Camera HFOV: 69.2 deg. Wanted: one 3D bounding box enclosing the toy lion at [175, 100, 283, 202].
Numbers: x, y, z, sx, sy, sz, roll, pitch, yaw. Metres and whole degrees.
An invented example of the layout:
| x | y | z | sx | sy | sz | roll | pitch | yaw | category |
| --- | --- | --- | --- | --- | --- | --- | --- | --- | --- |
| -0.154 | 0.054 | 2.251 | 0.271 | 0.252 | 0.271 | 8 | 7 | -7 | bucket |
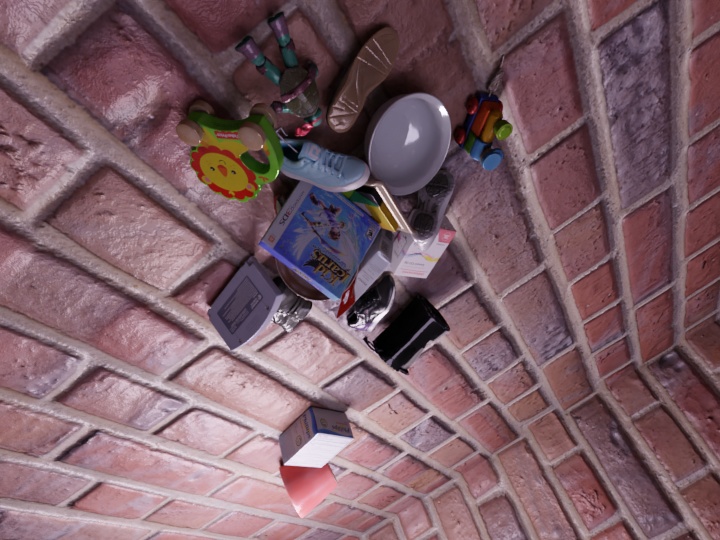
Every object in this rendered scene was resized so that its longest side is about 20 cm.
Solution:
| x | y | z | sx | sy | sz | roll | pitch | yaw | category |
| --- | --- | --- | --- | --- | --- | --- | --- | --- | --- |
| -0.223 | -0.199 | 0.929 | 0.193 | 0.070 | 0.194 | 8 | 144 | 19 | toy lion |

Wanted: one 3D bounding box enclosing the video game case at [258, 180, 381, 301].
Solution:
| x | y | z | sx | sy | sz | roll | pitch | yaw | category |
| --- | --- | --- | --- | --- | --- | --- | --- | --- | --- |
| -0.079 | -0.072 | 1.066 | 0.198 | 0.045 | 0.185 | 36 | 73 | -13 | video game case |

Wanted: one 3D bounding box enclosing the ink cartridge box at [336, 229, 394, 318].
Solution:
| x | y | z | sx | sy | sz | roll | pitch | yaw | category |
| --- | --- | --- | --- | --- | --- | --- | --- | --- | --- |
| 0.000 | 0.000 | 1.246 | 0.047 | 0.161 | 0.200 | 39 | 113 | -13 | ink cartridge box |

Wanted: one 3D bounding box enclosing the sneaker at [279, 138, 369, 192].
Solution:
| x | y | z | sx | sy | sz | roll | pitch | yaw | category |
| --- | --- | --- | --- | --- | --- | --- | --- | --- | --- |
| -0.080 | -0.202 | 0.977 | 0.193 | 0.077 | 0.082 | 10 | 166 | 15 | sneaker |

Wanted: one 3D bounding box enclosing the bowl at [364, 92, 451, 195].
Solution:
| x | y | z | sx | sy | sz | roll | pitch | yaw | category |
| --- | --- | --- | --- | --- | --- | --- | --- | --- | --- |
| 0.080 | -0.264 | 1.044 | 0.196 | 0.091 | 0.207 | -19 | 130 | -23 | bowl |

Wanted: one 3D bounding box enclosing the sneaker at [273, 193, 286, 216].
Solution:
| x | y | z | sx | sy | sz | roll | pitch | yaw | category |
| --- | --- | --- | --- | --- | --- | --- | --- | --- | --- |
| -0.111 | -0.085 | 1.118 | 0.074 | 0.081 | 0.201 | -40 | 105 | 5 | sneaker |

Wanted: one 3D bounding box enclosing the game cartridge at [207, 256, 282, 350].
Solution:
| x | y | z | sx | sy | sz | roll | pitch | yaw | category |
| --- | --- | --- | --- | --- | --- | --- | --- | --- | --- |
| -0.268 | 0.085 | 1.214 | 0.200 | 0.134 | 0.041 | -46 | 171 | 23 | game cartridge |

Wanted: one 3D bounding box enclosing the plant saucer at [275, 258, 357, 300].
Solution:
| x | y | z | sx | sy | sz | roll | pitch | yaw | category |
| --- | --- | --- | --- | --- | --- | --- | --- | --- | --- |
| -0.096 | -0.034 | 1.182 | 0.192 | 0.032 | 0.208 | 2 | 106 | 7 | plant saucer |

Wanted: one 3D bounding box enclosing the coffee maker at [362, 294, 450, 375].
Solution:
| x | y | z | sx | sy | sz | roll | pitch | yaw | category |
| --- | --- | --- | --- | --- | --- | --- | --- | --- | --- |
| 0.142 | 0.184 | 1.517 | 0.201 | 0.136 | 0.190 | -47 | 150 | 13 | coffee maker |

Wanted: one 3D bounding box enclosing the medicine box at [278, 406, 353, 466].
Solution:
| x | y | z | sx | sy | sz | roll | pitch | yaw | category |
| --- | --- | --- | --- | --- | --- | --- | --- | --- | --- |
| -0.155 | 0.586 | 1.821 | 0.179 | 0.105 | 0.200 | 24 | 119 | -42 | medicine box |

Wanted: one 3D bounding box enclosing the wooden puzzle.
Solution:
| x | y | z | sx | sy | sz | roll | pitch | yaw | category |
| --- | --- | --- | --- | --- | --- | --- | --- | --- | --- |
| 0.009 | -0.140 | 1.096 | 0.200 | 0.181 | 0.038 | 43 | 72 | -50 | wooden puzzle |

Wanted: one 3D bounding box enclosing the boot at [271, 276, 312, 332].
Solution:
| x | y | z | sx | sy | sz | roll | pitch | yaw | category |
| --- | --- | --- | --- | --- | --- | --- | --- | --- | --- |
| -0.221 | 0.120 | 1.300 | 0.198 | 0.068 | 0.131 | -38 | 124 | 11 | boot |

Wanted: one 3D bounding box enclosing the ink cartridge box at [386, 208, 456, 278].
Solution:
| x | y | z | sx | sy | sz | roll | pitch | yaw | category |
| --- | --- | --- | --- | --- | --- | --- | --- | --- | --- |
| 0.144 | -0.050 | 1.337 | 0.113 | 0.069 | 0.203 | 5 | 131 | -32 | ink cartridge box |

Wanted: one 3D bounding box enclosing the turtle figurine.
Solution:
| x | y | z | sx | sy | sz | roll | pitch | yaw | category |
| --- | --- | --- | --- | --- | --- | --- | --- | --- | --- |
| -0.116 | -0.312 | 0.884 | 0.150 | 0.099 | 0.202 | -47 | 127 | -21 | turtle figurine |

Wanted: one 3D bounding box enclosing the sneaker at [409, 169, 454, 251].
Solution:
| x | y | z | sx | sy | sz | roll | pitch | yaw | category |
| --- | --- | --- | --- | --- | --- | --- | --- | --- | --- |
| 0.161 | -0.137 | 1.201 | 0.100 | 0.076 | 0.204 | 76 | 37 | -63 | sneaker |

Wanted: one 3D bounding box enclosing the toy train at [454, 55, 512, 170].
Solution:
| x | y | z | sx | sy | sz | roll | pitch | yaw | category |
| --- | --- | --- | --- | --- | --- | --- | --- | --- | --- |
| 0.279 | -0.322 | 1.085 | 0.082 | 0.118 | 0.204 | -3 | 135 | -24 | toy train |

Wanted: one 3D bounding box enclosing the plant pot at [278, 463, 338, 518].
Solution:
| x | y | z | sx | sy | sz | roll | pitch | yaw | category |
| --- | --- | --- | --- | --- | --- | --- | --- | --- | --- |
| -0.189 | 0.788 | 1.964 | 0.174 | 0.202 | 0.204 | -28 | 141 | -11 | plant pot |

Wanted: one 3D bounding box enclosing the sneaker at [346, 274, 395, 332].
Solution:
| x | y | z | sx | sy | sz | roll | pitch | yaw | category |
| --- | --- | --- | --- | --- | --- | --- | --- | --- | --- |
| 0.025 | 0.094 | 1.425 | 0.085 | 0.077 | 0.203 | 9 | 129 | -26 | sneaker |

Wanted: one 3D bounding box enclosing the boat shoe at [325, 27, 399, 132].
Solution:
| x | y | z | sx | sy | sz | roll | pitch | yaw | category |
| --- | --- | --- | --- | --- | --- | --- | --- | --- | --- |
| -0.004 | -0.349 | 0.948 | 0.071 | 0.065 | 0.204 | 27 | 99 | -34 | boat shoe |
